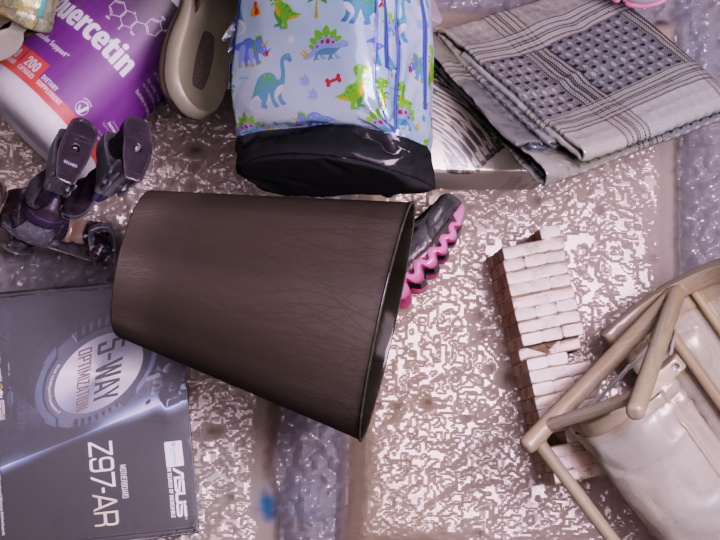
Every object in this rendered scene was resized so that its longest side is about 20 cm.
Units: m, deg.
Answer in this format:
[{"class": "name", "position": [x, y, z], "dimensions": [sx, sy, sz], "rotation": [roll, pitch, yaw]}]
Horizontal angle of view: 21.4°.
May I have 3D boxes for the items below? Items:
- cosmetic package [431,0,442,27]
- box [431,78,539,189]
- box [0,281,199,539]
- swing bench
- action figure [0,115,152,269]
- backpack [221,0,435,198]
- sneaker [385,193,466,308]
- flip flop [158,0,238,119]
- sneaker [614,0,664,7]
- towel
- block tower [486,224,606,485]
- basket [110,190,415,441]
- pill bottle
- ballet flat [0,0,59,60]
[{"class": "cosmetic package", "position": [-0.024, -0.268, 1.507], "dimensions": [0.106, 0.090, 0.202], "rotation": [-26, 74, 24]}, {"class": "box", "position": [0.052, -0.110, 1.534], "dimensions": [0.198, 0.068, 0.083], "rotation": [-1, 82, -8]}, {"class": "box", "position": [-0.213, 0.113, 1.480], "dimensions": [0.159, 0.044, 0.202], "rotation": [-4, 83, -8]}, {"class": "swing bench", "position": [0.264, 0.133, 1.475], "dimensions": [0.199, 0.129, 0.200], "rotation": [53, 50, -11]}, {"class": "action figure", "position": [-0.231, -0.051, 1.429], "dimensions": [0.129, 0.200, 0.070], "rotation": [12, 62, -27]}, {"class": "backpack", "position": [-0.020, -0.168, 1.391], "dimensions": [0.162, 0.154, 0.202], "rotation": [4, 72, 31]}, {"class": "sneaker", "position": [0.000, 0.000, 1.516], "dimensions": [0.095, 0.079, 0.200], "rotation": [43, 78, 11]}, {"class": "flip flop", "position": [-0.103, -0.212, 1.435], "dimensions": [0.081, 0.057, 0.202], "rotation": [23, 73, -41]}, {"class": "sneaker", "position": [0.178, -0.279, 1.572], "dimensions": [0.199, 0.095, 0.080], "rotation": [24, 122, 12]}, {"class": "towel", "position": [0.168, -0.157, 1.504], "dimensions": [0.199, 0.035, 0.193], "rotation": [-21, 52, -26]}, {"class": "block tower", "position": [0.152, 0.069, 1.532], "dimensions": [0.057, 0.054, 0.202], "rotation": [-10, 84, -10]}, {"class": "basket", "position": [-0.074, 0.015, 1.413], "dimensions": [0.198, 0.136, 0.182], "rotation": [13, 93, 6]}, {"class": "pill bottle", "position": [-0.191, -0.176, 1.487], "dimensions": [0.112, 0.112, 0.200], "rotation": [43, 79, -1]}, {"class": "ballet flat", "position": [-0.286, -0.182, 1.434], "dimensions": [0.070, 0.199, 0.071], "rotation": [8, 76, -36]}]
